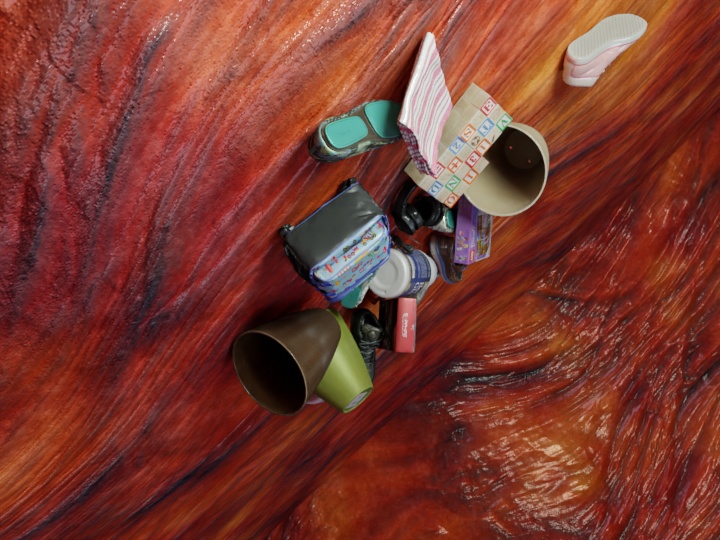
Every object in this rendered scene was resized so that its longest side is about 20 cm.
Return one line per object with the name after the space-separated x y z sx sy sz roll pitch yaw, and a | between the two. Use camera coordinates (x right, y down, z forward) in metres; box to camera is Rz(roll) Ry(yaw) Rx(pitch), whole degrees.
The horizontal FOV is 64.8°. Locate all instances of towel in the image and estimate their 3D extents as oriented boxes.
0.108 -0.251 0.891 0.200 0.029 0.149 39 65 -69 | towel

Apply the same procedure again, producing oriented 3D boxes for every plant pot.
-0.065 0.229 1.344 0.186 0.200 0.188 -35 158 -17 | plant pot
0.329 -0.238 1.222 0.200 0.187 0.188 -38 163 -51 | plant pot
-0.131 0.163 1.178 0.200 0.186 0.188 -38 163 -50 | plant pot

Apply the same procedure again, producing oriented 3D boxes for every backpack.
-0.034 -0.034 1.005 0.182 0.135 0.201 -37 161 -11 | backpack

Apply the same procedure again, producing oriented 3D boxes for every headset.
0.112 -0.123 1.205 0.122 0.094 0.202 -22 136 -32 | headset

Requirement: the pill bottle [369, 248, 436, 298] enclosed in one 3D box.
0.105 0.004 1.341 0.111 0.111 0.199 -51 157 22 | pill bottle

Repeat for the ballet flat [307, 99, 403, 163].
-0.002 -0.206 0.846 0.199 0.074 0.075 -24 152 -41 | ballet flat

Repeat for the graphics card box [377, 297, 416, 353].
0.086 0.133 1.384 0.050 0.128 0.200 4 175 -10 | graphics card box

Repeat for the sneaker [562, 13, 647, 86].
0.517 -0.468 1.222 0.198 0.076 0.105 -30 152 -10 | sneaker

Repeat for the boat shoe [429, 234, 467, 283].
0.243 -0.024 1.491 0.200 0.071 0.073 47 47 -52 | boat shoe

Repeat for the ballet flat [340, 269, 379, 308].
0.000 0.000 1.239 0.071 0.072 0.201 -23 153 -40 | ballet flat

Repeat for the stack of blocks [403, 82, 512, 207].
0.190 -0.230 1.070 0.114 0.059 0.201 22 113 -45 | stack of blocks

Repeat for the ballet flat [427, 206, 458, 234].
0.216 -0.119 1.368 0.072 0.072 0.199 -50 155 21 | ballet flat

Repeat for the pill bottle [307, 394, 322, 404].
-0.096 0.301 1.544 0.112 0.112 0.200 -45 158 9 | pill bottle

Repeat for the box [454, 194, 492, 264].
0.270 -0.124 1.334 0.136 0.039 0.204 -15 111 -56 | box

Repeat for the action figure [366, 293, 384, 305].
0.087 0.033 1.452 0.066 0.052 0.199 -49 163 32 | action figure

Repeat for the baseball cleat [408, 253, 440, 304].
0.178 0.035 1.582 0.106 0.070 0.201 -11 143 -53 | baseball cleat

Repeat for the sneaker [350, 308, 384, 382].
0.012 0.195 1.414 0.075 0.203 0.114 4 174 -13 | sneaker
